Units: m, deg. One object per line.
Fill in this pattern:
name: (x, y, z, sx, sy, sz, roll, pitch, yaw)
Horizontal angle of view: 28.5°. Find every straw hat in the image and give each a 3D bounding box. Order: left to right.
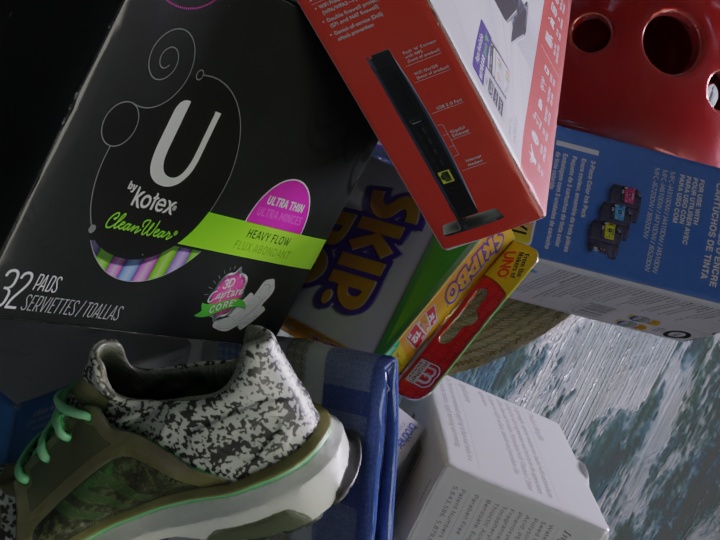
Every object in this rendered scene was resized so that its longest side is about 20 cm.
straw hat: (0.057, -0.020, 0.899, 0.201, 0.201, 0.085, -43, 116, -29)

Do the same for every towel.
towel: (-0.043, 0.102, 0.670, 0.024, 0.200, 0.148, 4, 90, -33)

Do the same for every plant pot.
plant pot: (0.150, -0.145, 0.844, 0.200, 0.200, 0.183, 27, 79, -64)

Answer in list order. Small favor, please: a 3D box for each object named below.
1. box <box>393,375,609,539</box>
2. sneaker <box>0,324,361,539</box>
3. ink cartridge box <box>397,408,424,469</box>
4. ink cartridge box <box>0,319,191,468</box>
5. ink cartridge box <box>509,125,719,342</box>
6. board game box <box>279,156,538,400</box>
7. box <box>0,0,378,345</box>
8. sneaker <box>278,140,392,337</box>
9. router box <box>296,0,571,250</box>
box: (0.069, 0.209, 1.055, 0.199, 0.130, 0.201, -99, -147, -74)
sneaker: (-0.104, 0.067, 0.583, 0.077, 0.199, 0.089, -83, 156, -66)
ink cartridge box: (-0.028, 0.169, 0.952, 0.094, 0.044, 0.200, -53, 176, 32)
ink cartridge box: (-0.165, 0.118, 0.717, 0.116, 0.068, 0.201, -20, 134, -50)
ink cartridge box: (0.144, -0.015, 0.772, 0.136, 0.199, 0.077, 137, -32, -80)
board game box: (-0.018, -0.015, 0.687, 0.096, 0.200, 0.030, -49, 143, -18)
box: (-0.097, -0.064, 0.582, 0.200, 0.124, 0.149, 12, 108, -61)
sneaker: (0.000, 0.000, 0.792, 0.200, 0.146, 0.081, -26, 139, -47)
router box: (0.030, -0.139, 0.617, 0.180, 0.049, 0.200, 58, 28, -29)
